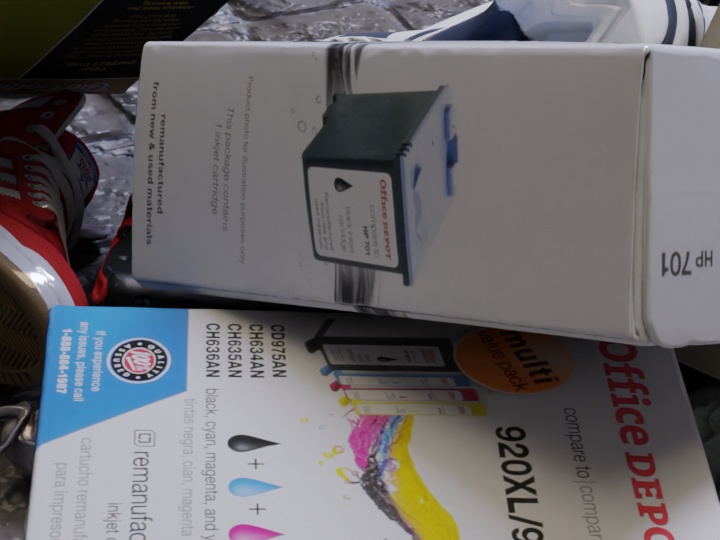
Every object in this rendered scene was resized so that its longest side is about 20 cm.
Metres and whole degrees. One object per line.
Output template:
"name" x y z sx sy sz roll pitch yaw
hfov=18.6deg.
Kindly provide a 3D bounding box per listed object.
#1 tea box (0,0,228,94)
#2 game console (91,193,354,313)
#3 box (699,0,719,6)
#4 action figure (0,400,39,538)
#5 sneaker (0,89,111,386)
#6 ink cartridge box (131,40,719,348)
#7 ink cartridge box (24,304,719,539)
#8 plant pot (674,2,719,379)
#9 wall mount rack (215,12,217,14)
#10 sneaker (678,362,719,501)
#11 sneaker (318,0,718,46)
"tea box" -0.150 -0.161 0.851 0.200 0.197 0.134 -3 73 -34
"game console" 0.000 0.000 0.872 0.199 0.031 0.177 4 15 -2
"box" 0.180 -0.161 0.983 0.200 0.104 0.148 38 53 6
"action figure" -0.042 0.065 0.801 0.199 0.070 0.130 5 40 8
"sneaker" -0.131 -0.019 0.886 0.112 0.071 0.200 -21 28 -29
"ink cartridge box" 0.048 -0.028 0.693 0.200 0.086 0.146 3 4 42
"ink cartridge box" 0.001 0.109 0.673 0.199 0.145 0.147 1 34 -4
"plant pot" 0.197 -0.068 0.774 0.187 0.201 0.187 9 15 -2
"wall mount rack" -0.100 -0.151 1.090 0.173 0.075 0.200 26 42 28
"sneaker" 0.208 0.049 0.844 0.199 0.070 0.100 6 30 0
"sneaker" 0.057 -0.068 0.868 0.129 0.199 0.080 -4 70 -54
